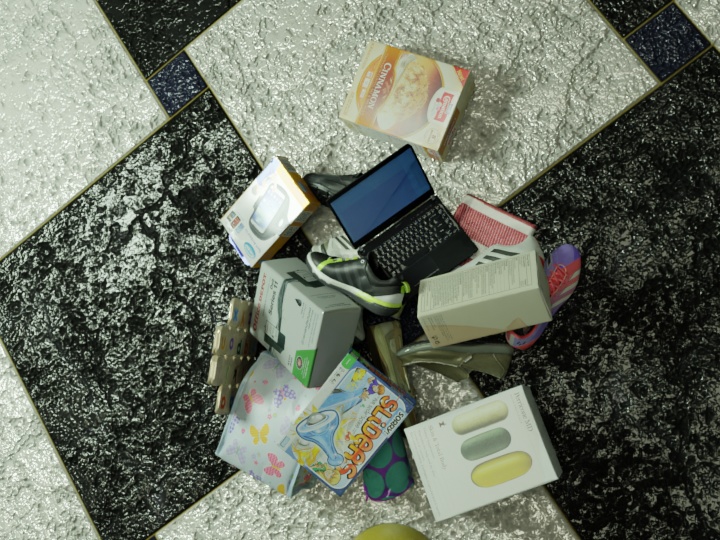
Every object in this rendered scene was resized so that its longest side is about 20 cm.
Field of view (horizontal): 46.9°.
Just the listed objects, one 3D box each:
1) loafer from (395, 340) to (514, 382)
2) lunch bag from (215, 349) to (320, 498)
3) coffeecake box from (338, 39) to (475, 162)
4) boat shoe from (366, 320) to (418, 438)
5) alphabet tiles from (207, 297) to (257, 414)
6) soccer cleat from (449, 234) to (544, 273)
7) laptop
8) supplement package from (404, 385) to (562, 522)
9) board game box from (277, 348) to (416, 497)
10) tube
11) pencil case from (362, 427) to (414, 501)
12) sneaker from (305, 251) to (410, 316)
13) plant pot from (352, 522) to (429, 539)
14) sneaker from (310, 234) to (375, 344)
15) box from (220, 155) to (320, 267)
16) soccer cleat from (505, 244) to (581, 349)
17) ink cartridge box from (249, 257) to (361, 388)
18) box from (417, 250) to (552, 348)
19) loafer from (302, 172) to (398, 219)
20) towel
[{"bbox_3d":[0.158,0.154,1.386,0.198,0.075,0.070,1,89,1],"label":"loafer"},{"bbox_3d":[-0.131,0.262,1.445,0.168,0.127,0.202,22,98,20],"label":"lunch bag"},{"bbox_3d":[0.085,-0.305,1.492,0.198,0.073,0.155,22,87,18],"label":"coffeecake box"},{"bbox_3d":[0.068,0.185,1.429,0.063,0.073,0.202,-13,70,-17],"label":"boat shoe"},{"bbox_3d":[-0.220,0.149,1.446,0.014,0.200,0.198,6,84,11],"label":"alphabet tiles"},{"bbox_3d":[0.214,0.000,1.396,0.199,0.069,0.086,-21,40,25],"label":"soccer cleat"},{"bbox_3d":[0.073,-0.075,1.406,0.177,0.103,0.201,-35,73,-3],"label":"laptop"},{"bbox_3d":[0.200,0.289,1.327,0.198,0.151,0.153,-23,75,12],"label":"supplement package"},{"bbox_3d":[-0.023,0.244,1.328,0.135,0.034,0.201,37,104,3],"label":"board game box"},{"bbox_3d":[0.083,-0.016,1.464,0.058,0.052,0.201,28,83,-21],"label":"tube"},{"bbox_3d":[0.023,0.282,1.388,0.092,0.085,0.202,-16,96,9],"label":"pencil case"},{"bbox_3d":[0.000,0.000,1.385,0.199,0.072,0.083,29,110,24],"label":"sneaker"},{"bbox_3d":[0.036,0.525,1.345,0.198,0.142,0.202,-2,82,16],"label":"plant pot"},{"bbox_3d":[-0.007,0.022,1.464,0.115,0.076,0.202,-25,70,13],"label":"sneaker"},{"bbox_3d":[-0.176,-0.100,1.532,0.200,0.041,0.119,-45,69,21],"label":"box"},{"bbox_3d":[0.304,0.041,1.366,0.066,0.076,0.201,32,84,18],"label":"soccer cleat"},{"bbox_3d":[-0.100,0.085,1.421,0.200,0.082,0.148,35,120,44],"label":"ink cartridge box"},{"bbox_3d":[0.197,0.047,1.319,0.198,0.078,0.095,-14,37,21],"label":"box"},{"bbox_3d":[-0.014,-0.144,1.506,0.199,0.068,0.071,17,65,24],"label":"loafer"},{"bbox_3d":[0.200,-0.018,1.442,0.143,0.023,0.201,28,90,18],"label":"towel"}]
